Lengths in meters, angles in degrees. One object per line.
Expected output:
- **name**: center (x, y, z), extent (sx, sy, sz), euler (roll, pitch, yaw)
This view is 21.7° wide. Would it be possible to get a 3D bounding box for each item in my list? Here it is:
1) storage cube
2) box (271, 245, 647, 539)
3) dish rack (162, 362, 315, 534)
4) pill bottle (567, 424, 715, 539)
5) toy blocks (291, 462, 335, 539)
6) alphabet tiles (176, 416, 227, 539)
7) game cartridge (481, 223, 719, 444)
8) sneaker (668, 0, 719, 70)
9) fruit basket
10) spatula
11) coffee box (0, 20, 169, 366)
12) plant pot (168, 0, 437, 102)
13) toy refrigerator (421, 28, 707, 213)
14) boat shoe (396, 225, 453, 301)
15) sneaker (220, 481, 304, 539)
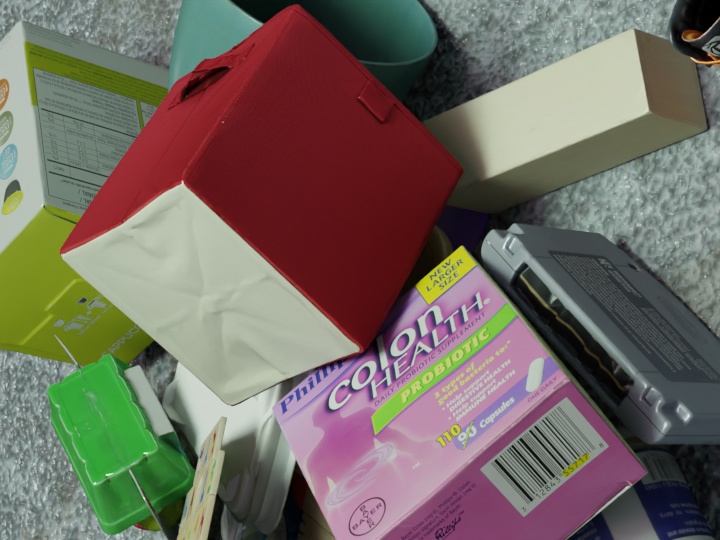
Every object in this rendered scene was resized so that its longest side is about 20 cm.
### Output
- **storage cube**: center (-0.066, -0.040, 1.313), extent (0.171, 0.200, 0.180), euler (-24, 28, 48)
- **box**: center (0.058, 0.108, 1.220), extent (0.176, 0.097, 0.200), euler (-40, 29, 4)
- **dish rack**: center (-0.104, 0.093, 1.490), extent (0.200, 0.043, 0.173), euler (48, 129, 52)
- **pill bottle**: center (0.186, 0.214, 1.239), extent (0.120, 0.119, 0.201), euler (-42, 58, 31)
- **toy blocks**: center (-0.011, 0.143, 1.465), extent (0.137, 0.099, 0.201), euler (30, 112, 54)
- **alphabet tiles**: center (-0.129, 0.215, 1.395), extent (0.166, 0.006, 0.201), euler (129, 154, -68)
- **game cartridge**: center (0.181, 0.044, 1.258), extent (0.200, 0.133, 0.041), euler (51, 125, 37)
- **sneaker**: center (0.251, -0.121, 1.229), extent (0.077, 0.112, 0.201), euler (-21, 70, 40)
- **fruit basket**: center (-0.180, 0.161, 1.570), extent (0.093, 0.200, 0.186), euler (-33, 56, 0)
- **spatula**: center (0.105, 0.002, 1.413), extent (0.200, 0.020, 0.057), euler (44, 115, 37)
- **coffee box**: center (-0.248, -0.056, 1.614), extent (0.200, 0.199, 0.199), euler (-40, 49, 36)
- **plant pot**: center (-0.060, -0.151, 1.483), extent (0.201, 0.200, 0.162), euler (50, 129, 36)
- **toy refrigerator**: center (0.142, -0.107, 1.357), extent (0.199, 0.076, 0.070), euler (-22, 69, 40)
- **boat shoe**: center (0.000, 0.000, 1.480), extent (0.199, 0.069, 0.074), euler (-14, 83, 39)
- **sneaker**: center (-0.075, 0.232, 1.528), extent (0.086, 0.075, 0.201), euler (-30, 56, 44)
